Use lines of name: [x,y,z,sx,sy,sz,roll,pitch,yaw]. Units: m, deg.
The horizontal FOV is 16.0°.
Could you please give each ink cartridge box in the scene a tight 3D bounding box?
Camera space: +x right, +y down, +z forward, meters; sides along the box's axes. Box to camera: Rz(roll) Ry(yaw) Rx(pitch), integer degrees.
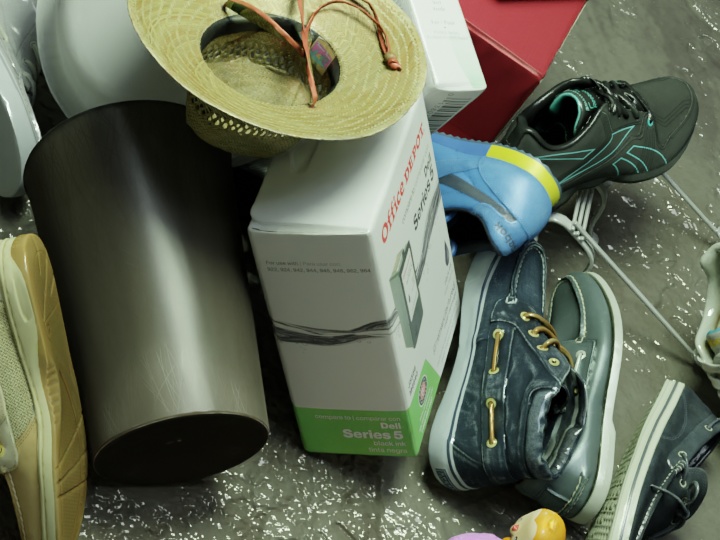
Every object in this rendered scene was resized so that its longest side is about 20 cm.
ink cartridge box: [-0.003,-0.170,1.737,0.050,0.161,0.201,2,63,-36]
ink cartridge box: [0.000,0.000,1.662,0.084,0.200,0.146,3,43,16]

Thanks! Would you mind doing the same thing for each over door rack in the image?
over door rack: [0.209,-0.020,1.914,0.200,0.067,0.148,36,44,-19]

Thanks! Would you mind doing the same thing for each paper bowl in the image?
paper bowl: [-0.119,-0.164,1.691,0.201,0.201,0.104,43,13,8]

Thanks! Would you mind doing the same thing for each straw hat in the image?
straw hat: [-0.061,-0.116,1.582,0.200,0.085,0.201,16,41,-14]

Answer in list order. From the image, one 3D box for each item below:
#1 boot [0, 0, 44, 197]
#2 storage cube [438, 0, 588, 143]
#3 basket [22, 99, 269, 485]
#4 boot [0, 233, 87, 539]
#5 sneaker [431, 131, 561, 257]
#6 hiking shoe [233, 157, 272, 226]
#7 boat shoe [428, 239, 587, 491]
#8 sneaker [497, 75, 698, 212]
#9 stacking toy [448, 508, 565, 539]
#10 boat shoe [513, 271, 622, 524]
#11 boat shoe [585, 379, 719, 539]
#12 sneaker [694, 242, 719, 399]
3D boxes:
boot: [-0.235,-0.141,1.738,0.095,0.074,0.200,-9,62,-37]
storage cube: [0.048,-0.183,1.872,0.180,0.171,0.200,34,44,-3]
basket: [-0.130,0.022,1.613,0.136,0.180,0.201,-11,65,-4]
boot: [-0.250,0.084,1.531,0.155,0.201,0.073,-6,14,8]
sneaker: [0.045,-0.051,1.779,0.078,0.200,0.066,-51,130,-24]
hiking shoe: [-0.091,-0.095,1.782,0.101,0.076,0.200,-25,70,-45]
boat shoe: [0.116,0.058,1.734,0.071,0.091,0.201,44,51,-44]
sneaker: [0.173,-0.101,1.835,0.200,0.079,0.075,-27,57,-33]
stacking toy: [0.067,0.202,1.538,0.110,0.200,0.116,31,45,-5]
boat shoe: [0.139,0.079,1.778,0.062,0.073,0.200,17,53,-18]
boat shoe: [0.204,0.150,1.756,0.062,0.075,0.200,31,39,4]
sneaker: [0.281,0.076,1.833,0.081,0.076,0.201,7,74,-31]
